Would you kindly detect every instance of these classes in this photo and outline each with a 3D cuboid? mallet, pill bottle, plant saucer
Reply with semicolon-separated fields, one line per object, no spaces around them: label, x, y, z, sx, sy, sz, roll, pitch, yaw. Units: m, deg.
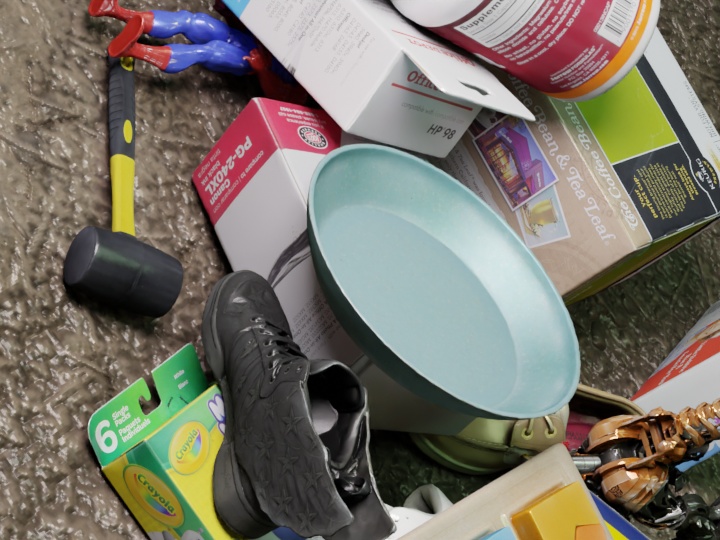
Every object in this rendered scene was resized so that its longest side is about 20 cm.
mallet;-0.152;-0.063;1.167;0.066;0.041;0.200;16;49;-37
pill bottle;0.088;-0.193;1.230;0.200;0.113;0.113;24;48;-37
plant saucer;0.041;0.013;1.125;0.200;0.036;0.200;29;35;-23

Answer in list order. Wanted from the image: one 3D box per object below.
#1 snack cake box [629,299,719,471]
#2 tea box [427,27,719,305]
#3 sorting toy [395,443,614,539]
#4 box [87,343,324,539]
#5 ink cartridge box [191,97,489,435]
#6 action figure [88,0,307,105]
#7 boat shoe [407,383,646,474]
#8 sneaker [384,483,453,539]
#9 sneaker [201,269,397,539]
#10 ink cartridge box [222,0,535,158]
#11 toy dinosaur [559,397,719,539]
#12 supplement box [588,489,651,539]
snack cake box;0.297;0.066;1.481;0.067;0.115;0.200;55;38;-2
tea box;0.154;-0.090;1.426;0.197;0.134;0.200;-18;76;-52
sorting toy;0.111;0.203;1.068;0.200;0.036;0.185;-22;83;-53
box;-0.062;0.138;1.106;0.200;0.048;0.117;53;38;-1
ink cartridge box;0.000;0.000;1.209;0.145;0.083;0.200;9;46;-44
action figure;-0.085;-0.147;1.271;0.200;0.052;0.065;14;34;-49
boat shoe;0.115;0.097;1.304;0.200;0.066;0.074;9;59;-41
sneaker;0.007;0.178;1.064;0.089;0.074;0.200;57;29;3
sneaker;-0.034;0.071;1.063;0.060;0.104;0.200;23;48;-35
ink cartridge box;0.007;-0.140;1.241;0.116;0.067;0.200;10;33;-54
toy dinosaur;0.178;0.135;1.235;0.136;0.200;0.102;18;68;-40
supplement box;0.104;0.240;1.159;0.109;0.109;0.200;39;42;-21
